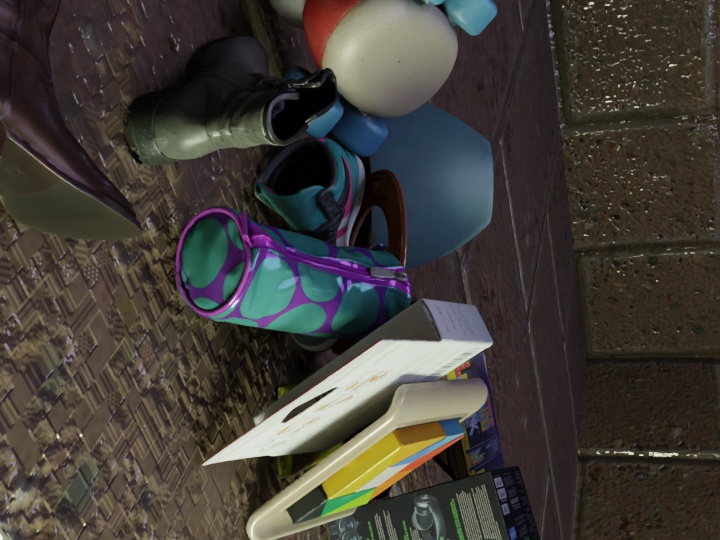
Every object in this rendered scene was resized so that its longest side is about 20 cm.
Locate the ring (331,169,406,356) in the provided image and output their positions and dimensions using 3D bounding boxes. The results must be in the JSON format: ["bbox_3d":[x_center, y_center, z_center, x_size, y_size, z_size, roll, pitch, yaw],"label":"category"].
[{"bbox_3d":[0.000,0.000,0.876,0.200,0.019,0.202,-172,-90,-72],"label":"ring"}]

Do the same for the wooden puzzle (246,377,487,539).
[{"bbox_3d":[0.015,0.173,0.804,0.037,0.200,0.185,54,22,22],"label":"wooden puzzle"}]

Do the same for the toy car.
[{"bbox_3d":[-0.017,-0.244,0.814,0.200,0.184,0.177,51,18,21],"label":"toy car"}]

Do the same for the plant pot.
[{"bbox_3d":[0.078,-0.098,1.013,0.200,0.133,0.202,-2,90,-89],"label":"plant pot"}]

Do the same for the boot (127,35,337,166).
[{"bbox_3d":[-0.073,-0.130,0.675,0.200,0.129,0.068,-61,144,-55],"label":"boot"}]

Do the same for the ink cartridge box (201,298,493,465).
[{"bbox_3d":[-0.014,0.090,0.728,0.173,0.200,0.044,10,49,-55],"label":"ink cartridge box"}]

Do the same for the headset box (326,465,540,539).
[{"bbox_3d":[0.077,0.283,0.971,0.174,0.198,0.094,29,45,-68],"label":"headset box"}]

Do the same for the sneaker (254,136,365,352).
[{"bbox_3d":[-0.047,-0.034,0.812,0.121,0.083,0.202,35,57,-63],"label":"sneaker"}]

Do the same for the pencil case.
[{"bbox_3d":[-0.046,0.007,0.710,0.199,0.092,0.086,13,55,-47],"label":"pencil case"}]

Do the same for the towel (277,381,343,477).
[{"bbox_3d":[-0.039,0.151,0.917,0.200,0.018,0.087,6,88,-71],"label":"towel"}]

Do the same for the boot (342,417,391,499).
[{"bbox_3d":[0.041,0.123,0.962,0.158,0.079,0.212,-50,161,-54],"label":"boot"}]

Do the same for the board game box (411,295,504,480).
[{"bbox_3d":[0.101,0.154,1.109,0.165,0.056,0.201,38,-33,53],"label":"board game box"}]

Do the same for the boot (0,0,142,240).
[{"bbox_3d":[-0.174,-0.134,0.509,0.186,0.064,0.202,49,38,-64],"label":"boot"}]
